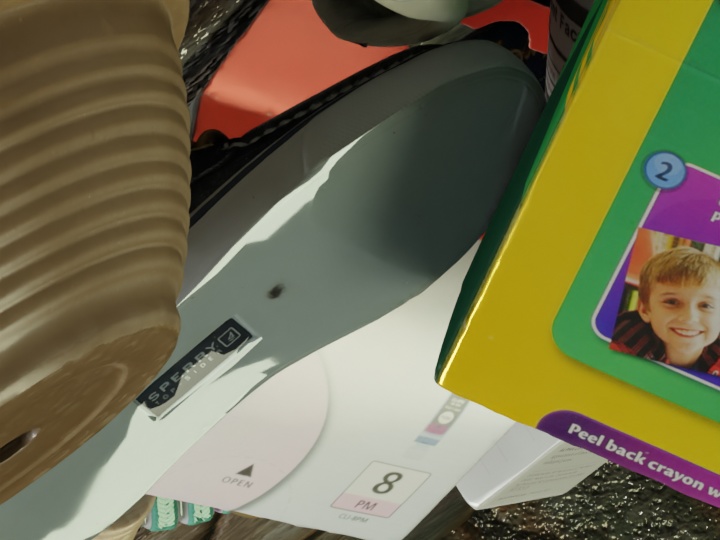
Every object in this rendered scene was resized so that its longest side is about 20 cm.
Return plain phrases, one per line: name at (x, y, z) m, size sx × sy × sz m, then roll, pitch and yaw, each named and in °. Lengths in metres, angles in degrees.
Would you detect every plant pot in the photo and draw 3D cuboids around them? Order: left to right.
plant pot at (-0.108, 0.006, 0.622) m, size 0.201 × 0.093 × 0.201 m, roll -36°, pitch 169°, yaw -8°

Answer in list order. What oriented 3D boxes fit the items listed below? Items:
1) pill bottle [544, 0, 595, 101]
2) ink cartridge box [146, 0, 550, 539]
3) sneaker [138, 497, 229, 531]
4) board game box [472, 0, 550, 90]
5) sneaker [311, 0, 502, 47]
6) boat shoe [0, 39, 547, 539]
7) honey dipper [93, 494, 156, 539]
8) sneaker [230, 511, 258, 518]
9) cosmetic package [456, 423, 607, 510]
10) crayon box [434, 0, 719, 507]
pill bottle at (0.111, -0.054, 0.761) m, size 0.116 × 0.116 × 0.200 m, roll -28°, pitch 131°, yaw -42°
ink cartridge box at (0.000, 0.000, 0.827) m, size 0.162 × 0.057 × 0.200 m, roll 16°, pitch 133°, yaw -35°
sneaker at (-0.060, 0.050, 1.074) m, size 0.200 × 0.088 × 0.074 m, roll -9°, pitch 115°, yaw -29°
board game box at (0.079, -0.072, 1.079) m, size 0.135 × 0.035 × 0.200 m, roll -36°, pitch 170°, yaw -10°
sneaker at (0.025, -0.098, 0.655) m, size 0.071 × 0.073 × 0.200 m, roll -41°, pitch 172°, yaw -12°
boat shoe at (-0.049, -0.013, 0.733) m, size 0.200 × 0.091 × 0.071 m, roll -38°, pitch 140°, yaw 1°
honey dipper at (-0.108, 0.105, 0.993) m, size 0.038 × 0.038 × 0.200 m, roll -33°, pitch 171°, yaw -21°
sneaker at (0.007, 0.027, 0.945) m, size 0.067 × 0.090 × 0.200 m, roll -50°, pitch 164°, yaw -52°
cosmetic package at (0.102, -0.010, 0.993) m, size 0.200 × 0.113 × 0.081 m, roll -43°, pitch 160°, yaw 26°
crayon box at (0.143, -0.010, 0.676) m, size 0.058 × 0.200 × 0.173 m, roll -70°, pitch -177°, yaw -58°
